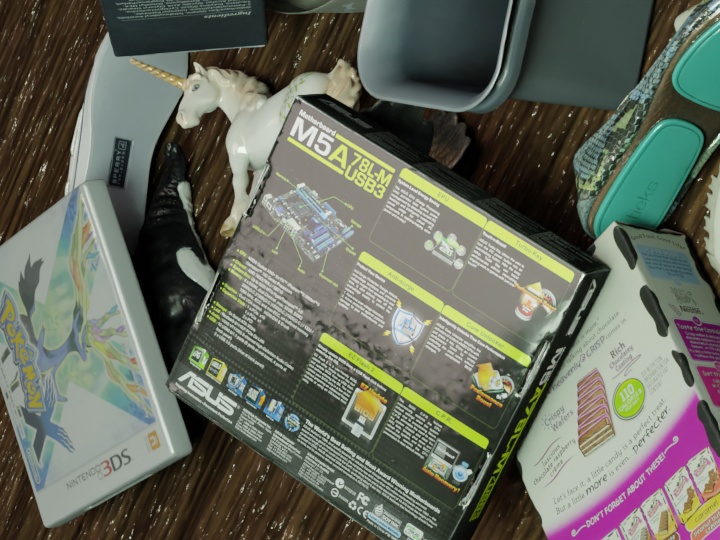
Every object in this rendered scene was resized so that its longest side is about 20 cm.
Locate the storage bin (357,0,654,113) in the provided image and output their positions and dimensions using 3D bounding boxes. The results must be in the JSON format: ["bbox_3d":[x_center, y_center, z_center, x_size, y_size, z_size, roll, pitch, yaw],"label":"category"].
[{"bbox_3d":[0.106,-0.181,1.289,0.145,0.133,0.202,15,95,51],"label":"storage bin"}]

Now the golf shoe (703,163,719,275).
[{"bbox_3d":[0.242,-0.056,1.124,0.201,0.078,0.098,-58,26,27],"label":"golf shoe"}]

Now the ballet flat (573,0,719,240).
[{"bbox_3d":[0.178,-0.102,1.242,0.200,0.074,0.075,-51,47,27],"label":"ballet flat"}]

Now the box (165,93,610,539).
[{"bbox_3d":[0.010,0.033,1.269,0.199,0.047,0.194,32,105,21],"label":"box"}]

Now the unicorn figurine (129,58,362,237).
[{"bbox_3d":[-0.065,-0.090,1.541,0.199,0.074,0.139,-13,63,34],"label":"unicorn figurine"}]

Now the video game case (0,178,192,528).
[{"bbox_3d":[-0.203,0.062,1.612,0.182,0.022,0.202,-31,74,47],"label":"video game case"}]

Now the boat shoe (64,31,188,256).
[{"bbox_3d":[-0.182,-0.100,1.676,0.065,0.073,0.202,4,76,65],"label":"boat shoe"}]

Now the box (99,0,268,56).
[{"bbox_3d":[-0.117,-0.242,1.428,0.200,0.106,0.150,89,176,-73],"label":"box"}]

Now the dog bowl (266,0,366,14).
[{"bbox_3d":[-0.009,-0.262,1.506,0.199,0.058,0.202,-12,74,49],"label":"dog bowl"}]

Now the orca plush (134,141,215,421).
[{"bbox_3d":[-0.137,0.007,1.600,0.105,0.071,0.202,-18,69,48],"label":"orca plush"}]

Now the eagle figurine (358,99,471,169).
[{"bbox_3d":[0.007,-0.001,1.386,0.151,0.150,0.202,-3,92,59],"label":"eagle figurine"}]

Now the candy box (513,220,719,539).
[{"bbox_3d":[0.153,0.094,1.233,0.136,0.061,0.201,-47,50,35],"label":"candy box"}]
